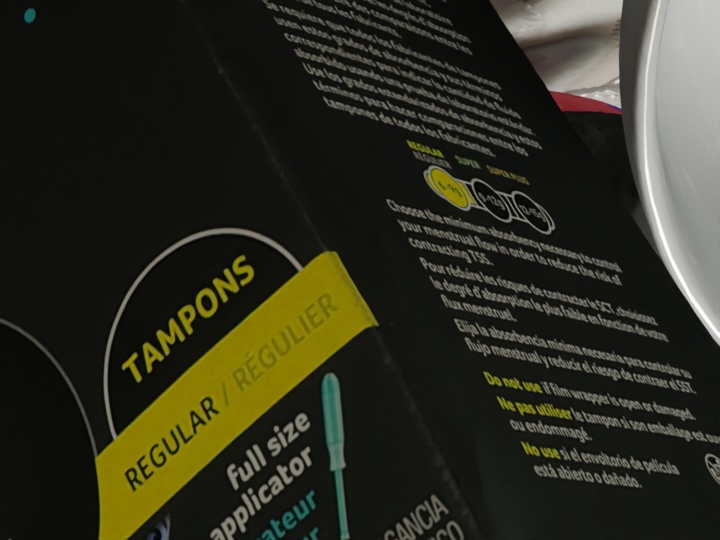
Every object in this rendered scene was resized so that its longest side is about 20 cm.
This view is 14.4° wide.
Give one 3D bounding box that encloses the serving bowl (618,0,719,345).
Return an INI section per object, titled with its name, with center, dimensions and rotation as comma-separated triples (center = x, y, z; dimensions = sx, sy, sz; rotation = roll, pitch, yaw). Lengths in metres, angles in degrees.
[serving bowl]
center = 0.143, -0.063, 0.608
dimensions = 0.199, 0.066, 0.201
rotation = -7, 122, -11

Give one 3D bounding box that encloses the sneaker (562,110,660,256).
[sneaker]
center = -0.032, -0.005, 0.685
dimensions = 0.199, 0.076, 0.115
rotation = -24, 135, 25

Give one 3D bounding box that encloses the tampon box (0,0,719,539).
[tampon box]
center = -0.036, 0.020, 0.542
dimensions = 0.150, 0.201, 0.126
rotation = -44, 149, 23

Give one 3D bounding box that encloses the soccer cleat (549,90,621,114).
[soccer cleat]
center = 0.000, 0.000, 0.784
dimensions = 0.199, 0.067, 0.076
rotation = -23, 175, 25
